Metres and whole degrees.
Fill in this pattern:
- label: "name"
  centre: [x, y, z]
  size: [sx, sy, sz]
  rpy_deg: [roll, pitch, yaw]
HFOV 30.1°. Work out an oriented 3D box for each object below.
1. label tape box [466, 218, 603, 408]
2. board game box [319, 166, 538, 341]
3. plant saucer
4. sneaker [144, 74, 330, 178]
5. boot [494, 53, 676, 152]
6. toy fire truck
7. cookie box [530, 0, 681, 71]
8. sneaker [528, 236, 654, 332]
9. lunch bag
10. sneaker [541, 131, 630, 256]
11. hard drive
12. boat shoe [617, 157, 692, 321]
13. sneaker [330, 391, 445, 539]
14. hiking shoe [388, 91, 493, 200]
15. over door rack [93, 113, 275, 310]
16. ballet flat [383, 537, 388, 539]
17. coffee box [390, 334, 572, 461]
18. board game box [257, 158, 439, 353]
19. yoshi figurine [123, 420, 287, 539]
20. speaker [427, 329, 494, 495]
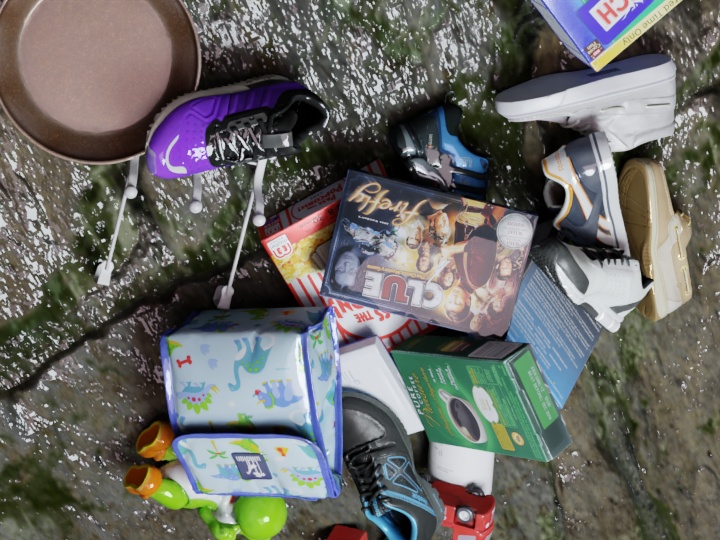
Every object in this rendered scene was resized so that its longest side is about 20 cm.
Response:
- label: "label tape box"
  centre: [0.211, 0.033, 1.504]
  size: [0.144, 0.063, 0.200]
  rpy_deg: [52, 56, -28]
- label: "board game box"
  centre: [0.069, -0.017, 1.379]
  size: [0.199, 0.035, 0.136]
  rpy_deg: [13, 99, 2]
- label: "plant saucer"
  centre: [-0.254, -0.204, 1.290]
  size: [0.199, 0.037, 0.201]
  rpy_deg: [-2, 102, -11]
- label: "sneaker"
  centre: [-0.110, -0.136, 1.291]
  size: [0.200, 0.099, 0.070]
  rpy_deg: [-29, 130, -36]
- label: "boot"
  centre: [0.243, -0.161, 1.421]
  size: [0.199, 0.074, 0.096]
  rpy_deg: [-13, 113, -6]
- label: "toy fire truck"
  centre: [0.056, 0.306, 1.574]
  size: [0.199, 0.049, 0.142]
  rpy_deg: [13, 117, 18]
- label: "cookie box"
  centre: [0.235, -0.330, 1.334]
  size: [0.171, 0.075, 0.200]
  rpy_deg: [-40, 118, 8]
- label: "sneaker"
  centre: [0.245, -0.002, 1.414]
  size: [0.080, 0.074, 0.200]
  rpy_deg: [-44, 147, 12]
- label: "lunch bag"
  centre: [-0.110, 0.147, 1.424]
  size: [0.169, 0.127, 0.201]
  rpy_deg: [-1, 105, 17]
- label: "sneaker"
  centre: [0.243, -0.068, 1.451]
  size: [0.079, 0.079, 0.200]
  rpy_deg: [-16, 137, 8]
- label: "hard drive"
  centre: [-0.044, 0.154, 1.508]
  size: [0.199, 0.025, 0.132]
  rpy_deg: [-19, 121, 19]
- label: "boat shoe"
  centre: [0.337, -0.042, 1.512]
  size: [0.069, 0.074, 0.201]
  rpy_deg: [-20, 121, -16]
- label: "sneaker"
  centre: [0.024, 0.222, 1.468]
  size: [0.073, 0.082, 0.200]
  rpy_deg: [-29, 102, 30]
- label: "hiking shoe"
  centre: [0.113, -0.083, 1.424]
  size: [0.087, 0.074, 0.200]
  rpy_deg: [-32, 112, 1]
- label: "over door rack"
  centre: [-0.179, -0.052, 1.386]
  size: [0.147, 0.067, 0.201]
  rpy_deg: [12, 113, -17]
- label: "ballet flat"
  centre: [0.031, 0.398, 1.670]
  size: [0.069, 0.070, 0.200]
  rpy_deg: [26, 110, -23]
- label: "coffee box"
  centre: [0.123, 0.130, 1.412]
  size: [0.044, 0.200, 0.123]
  rpy_deg: [-34, 107, -29]
- label: "board game box"
  centre: [0.000, 0.000, 1.463]
  size: [0.151, 0.046, 0.200]
  rpy_deg: [-28, 119, 4]
- label: "yoshi figurine"
  centre: [-0.160, 0.250, 1.522]
  size: [0.200, 0.112, 0.113]
  rpy_deg: [34, 98, -28]
- label: "speaker"
  centre: [0.119, 0.172, 1.559]
  size: [0.081, 0.081, 0.201]
  rpy_deg: [-4, 117, -11]
